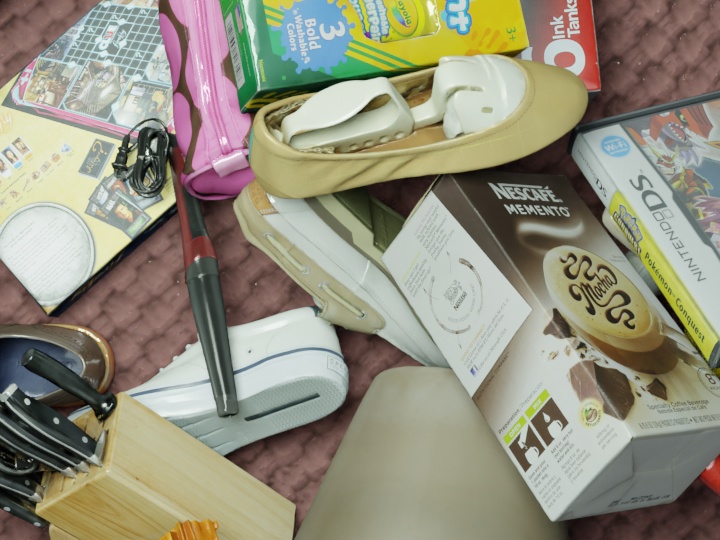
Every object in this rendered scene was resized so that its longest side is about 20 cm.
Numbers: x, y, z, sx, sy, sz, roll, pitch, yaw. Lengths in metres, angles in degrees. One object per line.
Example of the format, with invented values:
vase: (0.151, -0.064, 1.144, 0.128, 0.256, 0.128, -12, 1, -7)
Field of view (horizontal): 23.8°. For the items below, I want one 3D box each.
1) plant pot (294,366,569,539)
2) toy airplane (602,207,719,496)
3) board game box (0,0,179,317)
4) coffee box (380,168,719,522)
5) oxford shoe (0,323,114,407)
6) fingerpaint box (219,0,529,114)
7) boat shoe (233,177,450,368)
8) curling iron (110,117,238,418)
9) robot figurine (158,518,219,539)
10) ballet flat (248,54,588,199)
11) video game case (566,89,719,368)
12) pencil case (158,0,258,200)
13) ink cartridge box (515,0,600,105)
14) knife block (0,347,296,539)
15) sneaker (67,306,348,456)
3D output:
plant pot: (0.050, 0.159, 1.046, 0.199, 0.200, 0.174, 12, 71, 2)
toy airplane: (0.250, 0.040, 1.074, 0.199, 0.141, 0.201, -7, 72, -34)
board game box: (-0.171, -0.086, 1.125, 0.200, 0.035, 0.136, -41, 87, -1)
coffee box: (0.115, 0.038, 0.992, 0.080, 0.113, 0.200, -54, 55, 32)
oxford shoe: (-0.263, 0.061, 1.099, 0.199, 0.073, 0.072, -6, 87, 1)
fingerpaint box: (-0.006, -0.208, 1.008, 0.166, 0.073, 0.201, -10, 87, -14)
boat shoe: (0.000, 0.000, 1.074, 0.068, 0.075, 0.200, -28, 123, 21)
curling iron: (-0.110, -0.002, 1.072, 0.049, 0.026, 0.201, -17, 76, -9)
robot figurine: (-0.144, 0.242, 1.028, 0.200, 0.058, 0.145, -42, 60, 26)
ballet flat: (0.033, -0.087, 0.966, 0.199, 0.063, 0.069, -16, 57, -3)
video game case: (0.252, -0.040, 1.029, 0.199, 0.026, 0.181, -15, 53, -19)
pencil case: (-0.090, -0.148, 1.063, 0.090, 0.094, 0.201, -11, 84, -5)
ink cartridge box: (0.054, -0.198, 1.103, 0.175, 0.084, 0.201, -7, 87, 1)
knife block: (-0.141, 0.121, 1.046, 0.199, 0.176, 0.064, 4, 47, 1)
sneaker: (-0.101, 0.079, 1.105, 0.199, 0.073, 0.071, -16, 46, 11)
